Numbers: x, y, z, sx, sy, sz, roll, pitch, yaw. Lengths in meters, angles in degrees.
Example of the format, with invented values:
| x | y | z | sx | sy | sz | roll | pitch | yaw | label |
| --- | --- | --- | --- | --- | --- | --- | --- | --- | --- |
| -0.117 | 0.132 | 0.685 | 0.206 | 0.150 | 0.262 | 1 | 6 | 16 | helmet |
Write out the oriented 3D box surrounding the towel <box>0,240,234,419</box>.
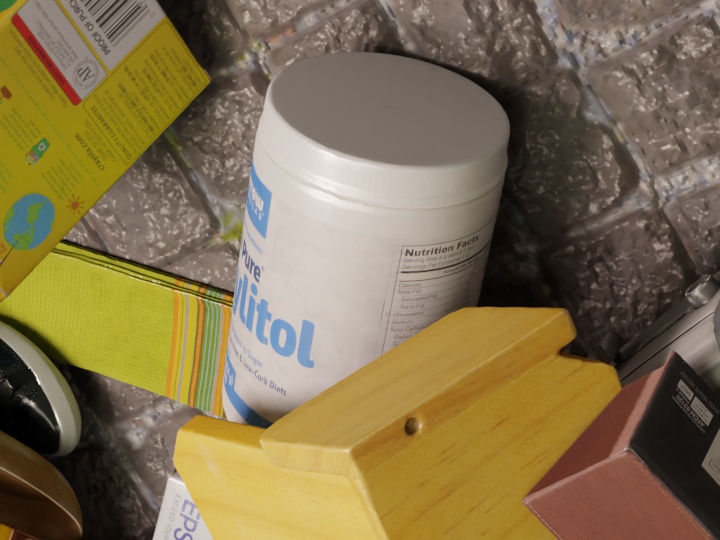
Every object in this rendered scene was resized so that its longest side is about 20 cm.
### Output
| x | y | z | sx | sy | sz | roll | pitch | yaw | label |
| --- | --- | --- | --- | --- | --- | --- | --- | --- | --- |
| -0.139 | 0.036 | 1.212 | 0.200 | 0.018 | 0.086 | 17 | 121 | 17 | towel |

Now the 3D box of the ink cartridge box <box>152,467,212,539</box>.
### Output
| x | y | z | sx | sy | sz | roll | pitch | yaw | label |
| --- | --- | --- | --- | --- | --- | --- | --- | --- | --- |
| -0.049 | 0.237 | 1.262 | 0.200 | 0.041 | 0.200 | 25 | 124 | 12 | ink cartridge box |

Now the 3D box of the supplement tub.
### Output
| x | y | z | sx | sy | sz | roll | pitch | yaw | label |
| --- | --- | --- | --- | --- | --- | --- | --- | --- | --- |
| 0.000 | 0.000 | 1.056 | 0.132 | 0.132 | 0.200 | 19 | 122 | 16 | supplement tub |

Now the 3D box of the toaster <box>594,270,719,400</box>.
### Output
| x | y | z | sx | sy | sz | roll | pitch | yaw | label |
| --- | --- | --- | --- | --- | --- | --- | --- | --- | --- |
| 0.208 | 0.096 | 1.021 | 0.200 | 0.114 | 0.129 | 48 | 130 | -9 | toaster |

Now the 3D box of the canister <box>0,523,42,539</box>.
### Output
| x | y | z | sx | sy | sz | roll | pitch | yaw | label |
| --- | --- | --- | --- | --- | --- | --- | --- | --- | --- |
| -0.246 | 0.196 | 1.250 | 0.200 | 0.149 | 0.087 | 23 | 84 | -7 | canister |

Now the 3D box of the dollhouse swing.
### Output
| x | y | z | sx | sy | sz | roll | pitch | yaw | label |
| --- | --- | --- | --- | --- | --- | --- | --- | --- | --- |
| 0.034 | 0.124 | 1.022 | 0.176 | 0.182 | 0.200 | 25 | 143 | 62 | dollhouse swing |

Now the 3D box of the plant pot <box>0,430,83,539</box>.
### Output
| x | y | z | sx | sy | sz | roll | pitch | yaw | label |
| --- | --- | --- | --- | --- | --- | --- | --- | --- | --- |
| -0.262 | 0.116 | 1.253 | 0.200 | 0.027 | 0.200 | 19 | 158 | 8 | plant pot |

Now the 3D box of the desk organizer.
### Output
| x | y | z | sx | sy | sz | roll | pitch | yaw | label |
| --- | --- | --- | --- | --- | --- | --- | --- | --- | --- |
| 0.177 | 0.143 | 0.951 | 0.200 | 0.072 | 0.077 | 46 | 135 | -11 | desk organizer |

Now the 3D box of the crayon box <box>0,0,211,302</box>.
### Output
| x | y | z | sx | sy | sz | roll | pitch | yaw | label |
| --- | --- | --- | --- | --- | --- | --- | --- | --- | --- |
| -0.185 | -0.079 | 1.042 | 0.051 | 0.200 | 0.127 | 27 | 158 | 42 | crayon box |

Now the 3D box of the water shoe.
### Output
| x | y | z | sx | sy | sz | roll | pitch | yaw | label |
| --- | --- | --- | --- | --- | --- | --- | --- | --- | --- |
| -0.264 | 0.057 | 1.236 | 0.200 | 0.079 | 0.072 | 42 | 138 | 6 | water shoe |
